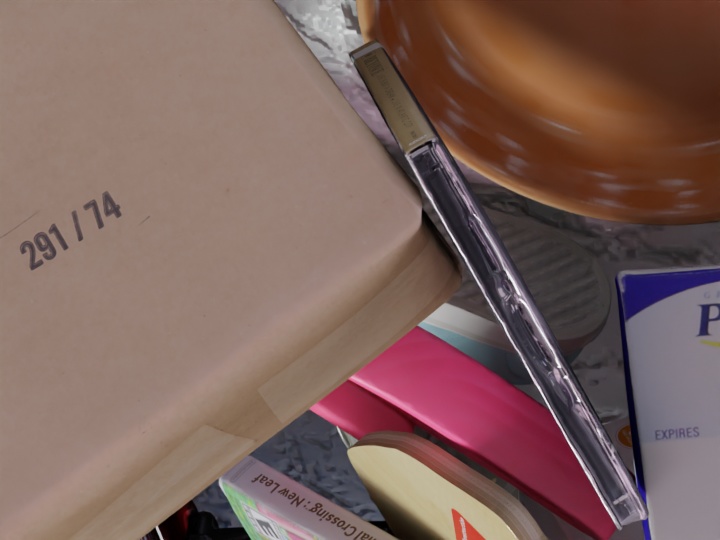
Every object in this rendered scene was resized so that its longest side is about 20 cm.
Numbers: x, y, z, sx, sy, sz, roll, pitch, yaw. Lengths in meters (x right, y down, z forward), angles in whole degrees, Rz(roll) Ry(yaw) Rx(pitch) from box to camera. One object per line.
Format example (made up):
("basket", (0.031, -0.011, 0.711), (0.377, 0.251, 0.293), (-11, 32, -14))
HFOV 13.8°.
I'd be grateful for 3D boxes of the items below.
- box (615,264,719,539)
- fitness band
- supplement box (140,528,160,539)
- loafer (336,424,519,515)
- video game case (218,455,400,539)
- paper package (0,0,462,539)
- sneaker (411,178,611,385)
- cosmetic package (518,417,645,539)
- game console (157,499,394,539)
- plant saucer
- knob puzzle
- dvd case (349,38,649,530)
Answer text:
("box", (0.188, 0.046, 1.082), (0.184, 0.105, 0.200), (-5, 178, 6))
("fitness band", (0.023, 0.050, 1.175), (0.200, 0.037, 0.144), (33, 169, -36))
("supplement box", (-0.139, 0.147, 1.349), (0.103, 0.131, 0.200), (-20, 131, -1))
("loafer", (0.042, 0.098, 1.348), (0.070, 0.070, 0.200), (27, 154, 42))
("video game case", (0.038, 0.178, 1.242), (0.182, 0.022, 0.200), (25, 151, 47))
("paper package", (-0.096, -0.016, 1.050), (0.191, 0.200, 0.103), (53, -179, 16))
("sneaker", (0.000, 0.000, 1.237), (0.200, 0.074, 0.082), (26, 145, 0))
("cosmetic package", (0.143, 0.146, 1.242), (0.083, 0.200, 0.051), (-18, 138, -15))
("game console", (-0.024, 0.148, 1.406), (0.172, 0.119, 0.200), (-4, 137, 12))
("plant saucer", (0.098, -0.097, 1.111), (0.200, 0.037, 0.200), (11, 140, 10))
("knob puzzle", (0.070, 0.128, 1.162), (0.220, 0.030, 0.220), (46, 165, 16))
("dvd case", (0.046, -0.001, 1.053), (0.016, 0.200, 0.149), (-30, 104, 2))
